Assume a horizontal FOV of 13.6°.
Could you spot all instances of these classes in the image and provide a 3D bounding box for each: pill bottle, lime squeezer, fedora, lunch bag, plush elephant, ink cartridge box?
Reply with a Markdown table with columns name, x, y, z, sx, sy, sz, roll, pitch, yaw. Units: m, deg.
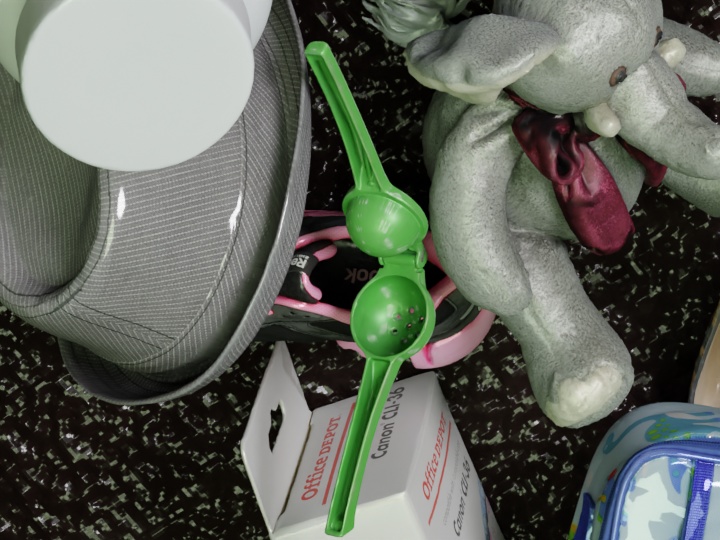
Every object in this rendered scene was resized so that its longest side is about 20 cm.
| name | x | y | z | sx | sy | sz | roll | pitch | yaw |
| --- | --- | --- | --- | --- | --- | --- | --- | --- | --- |
| pill bottle | -0.092 | -0.128 | 1.134 | 0.112 | 0.201 | 0.113 | -5 | 129 | -6 |
| lime squeezer | 0.000 | 0.000 | 1.213 | 0.038 | 0.070 | 0.201 | 15 | 114 | 44 |
| fedora | -0.102 | -0.046 | 1.219 | 0.090 | 0.201 | 0.177 | 17 | 148 | -38 |
| lunch bag | 0.156 | 0.163 | 1.276 | 0.160 | 0.082 | 0.201 | 11 | 101 | -8 |
| plush elephant | 0.093 | -0.069 | 1.211 | 0.165 | 0.155 | 0.200 | -42 | 89 | -21 |
| ink cartridge box | 0.019 | 0.128 | 1.340 | 0.067 | 0.117 | 0.201 | -18 | 112 | 15 |

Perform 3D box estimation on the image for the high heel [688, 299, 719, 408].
| name | x | y | z | sx | sy | sz | roll | pitch | yaw |
| --- | --- | --- | --- | --- | --- | --- | --- | --- | --- |
| high heel | 0.163 | 0.028 | 1.239 | 0.071 | 0.200 | 0.143 | 44 | 111 | 15 |

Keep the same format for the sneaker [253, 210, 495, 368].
| name | x | y | z | sx | sy | sz | roll | pitch | yaw |
| --- | --- | --- | --- | --- | --- | --- | --- | --- | --- |
| sneaker | -0.040 | 0.001 | 1.292 | 0.199 | 0.095 | 0.080 | -1 | 86 | 3 |
